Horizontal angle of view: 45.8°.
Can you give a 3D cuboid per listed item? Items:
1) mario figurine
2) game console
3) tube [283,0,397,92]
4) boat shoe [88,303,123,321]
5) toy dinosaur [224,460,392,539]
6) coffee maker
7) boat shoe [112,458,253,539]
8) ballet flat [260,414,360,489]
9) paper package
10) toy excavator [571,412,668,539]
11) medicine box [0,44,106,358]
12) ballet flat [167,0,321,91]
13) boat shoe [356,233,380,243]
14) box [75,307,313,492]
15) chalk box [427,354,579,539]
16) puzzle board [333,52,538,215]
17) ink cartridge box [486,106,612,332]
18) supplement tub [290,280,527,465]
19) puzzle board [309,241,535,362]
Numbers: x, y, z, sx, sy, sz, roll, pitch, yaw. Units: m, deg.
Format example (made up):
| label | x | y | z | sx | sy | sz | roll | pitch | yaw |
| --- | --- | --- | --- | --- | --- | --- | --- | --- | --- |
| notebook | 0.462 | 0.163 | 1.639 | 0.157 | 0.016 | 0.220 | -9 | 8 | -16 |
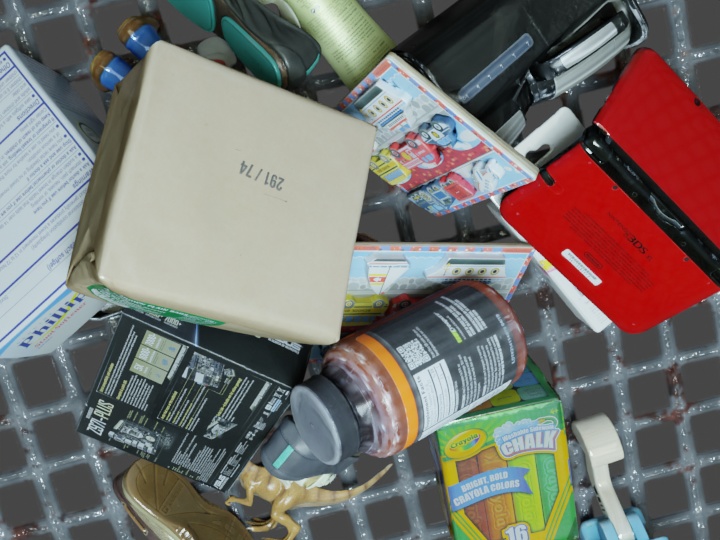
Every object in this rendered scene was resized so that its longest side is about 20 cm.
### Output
| label | x | y | z | sx | sy | sz | roll | pitch | yaw |
| --- | --- | --- | --- | --- | --- | --- | --- | --- | --- |
| mario figurine | -0.152 | -0.140 | 0.802 | 0.200 | 0.106 | 0.123 | 43 | 131 | -2 |
| game console | 0.258 | -0.068 | 0.797 | 0.200 | 0.119 | 0.172 | 41 | 128 | -15 |
| tube | -0.008 | -0.213 | 0.801 | 0.200 | 0.052 | 0.058 | 47 | 136 | -17 |
| boat shoe | -0.181 | -0.011 | 0.820 | 0.199 | 0.068 | 0.072 | -26 | 104 | 1 |
| toy dinosaur | -0.073 | 0.235 | 0.891 | 0.199 | 0.060 | 0.107 | 17 | 100 | -9 |
| coffee maker | 0.120 | -0.217 | 0.763 | 0.200 | 0.135 | 0.192 | -39 | 86 | -5 |
| boat shoe | -0.182 | 0.280 | 0.895 | 0.200 | 0.072 | 0.072 | 46 | 133 | -13 |
| ballet flat | -0.050 | 0.174 | 0.814 | 0.073 | 0.200 | 0.073 | -2 | 78 | 10 |
| paper package | -0.104 | -0.051 | 0.671 | 0.199 | 0.103 | 0.192 | 17 | 75 | -30 |
| toy excavator | 0.273 | 0.274 | 0.913 | 0.099 | 0.201 | 0.195 | -19 | 148 | -1 |
| medicine box | -0.294 | -0.056 | 0.753 | 0.182 | 0.103 | 0.200 | -41 | 83 | 5 |
| ballet flat | -0.112 | -0.236 | 0.766 | 0.200 | 0.068 | 0.068 | 45 | 64 | 11 |
| boat shoe | 0.000 | 0.000 | 0.822 | 0.200 | 0.072 | 0.072 | 35 | 98 | -20 |
| box | -0.155 | 0.100 | 0.793 | 0.163 | 0.086 | 0.200 | 25 | 133 | -10 |
| chalk box | 0.131 | 0.163 | 0.851 | 0.124 | 0.124 | 0.201 | -13 | 108 | -2 |
| puzzle board | 0.049 | -0.107 | 0.748 | 0.150 | 0.200 | 0.017 | 36 | 75 | -12 |
| ink cartridge box | 0.210 | -0.053 | 0.842 | 0.116 | 0.068 | 0.200 | -40 | 105 | 5 |
| supplement tub | 0.040 | 0.089 | 0.730 | 0.199 | 0.107 | 0.107 | -23 | 106 | -29 |
| puzzle board | 0.055 | 0.034 | 0.811 | 0.199 | 0.017 | 0.151 | 0 | 134 | -23 |
